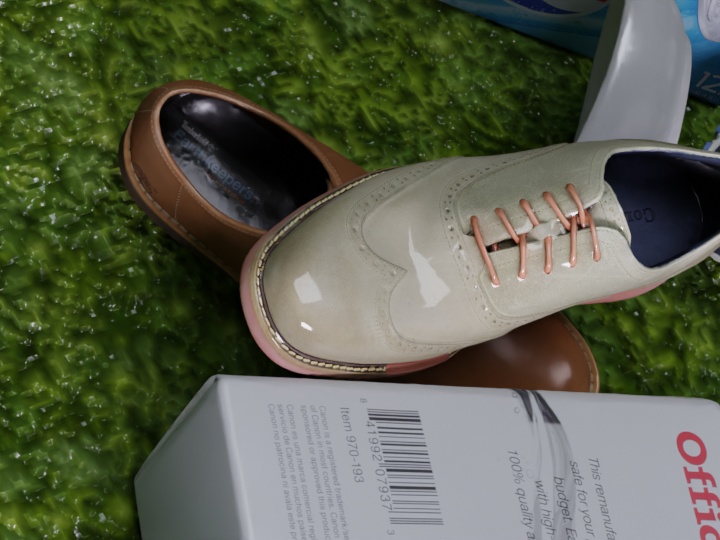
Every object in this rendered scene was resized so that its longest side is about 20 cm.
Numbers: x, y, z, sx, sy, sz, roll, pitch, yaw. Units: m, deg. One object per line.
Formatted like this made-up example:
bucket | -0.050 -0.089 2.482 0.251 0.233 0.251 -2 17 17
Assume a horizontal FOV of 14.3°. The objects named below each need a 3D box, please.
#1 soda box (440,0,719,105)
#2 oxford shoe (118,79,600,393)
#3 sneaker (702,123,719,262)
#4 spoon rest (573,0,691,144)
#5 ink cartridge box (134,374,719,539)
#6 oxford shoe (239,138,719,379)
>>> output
soda box | 0.078 -0.141 1.171 0.200 0.064 0.068 19 53 -16
oxford shoe | 0.000 0.000 1.022 0.200 0.071 0.071 32 79 -2
sneaker | 0.223 -0.032 1.147 0.200 0.077 0.085 -5 18 -29
spoon rest | 0.089 -0.027 1.094 0.061 0.099 0.200 8 68 -3
ink cartridge box | 0.038 0.119 0.967 0.200 0.083 0.145 4 58 -26
oxford shoe | 0.050 -0.014 0.975 0.200 0.074 0.071 -18 86 -35
